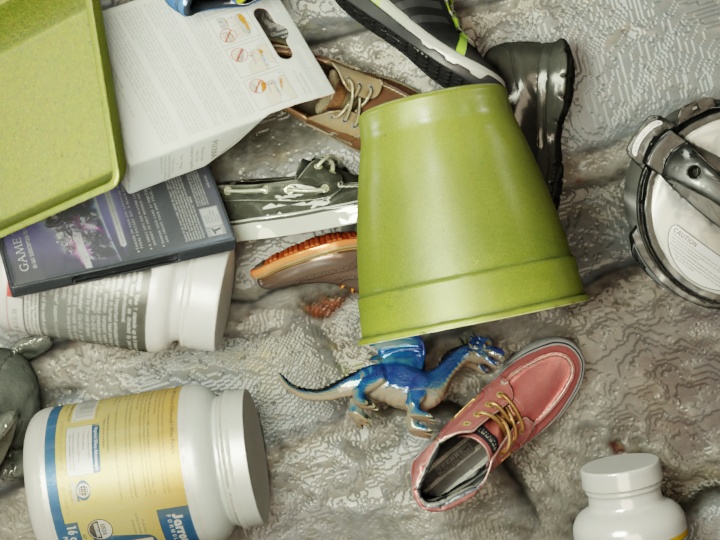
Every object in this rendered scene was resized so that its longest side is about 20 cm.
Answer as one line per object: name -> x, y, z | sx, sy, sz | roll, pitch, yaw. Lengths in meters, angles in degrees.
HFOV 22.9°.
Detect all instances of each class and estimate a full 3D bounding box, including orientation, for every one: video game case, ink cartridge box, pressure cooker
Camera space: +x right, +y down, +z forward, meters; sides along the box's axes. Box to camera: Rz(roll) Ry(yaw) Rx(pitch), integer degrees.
video game case -> -0.224, -0.055, 1.564 | 0.198, 0.019, 0.144 | -13, 53, -13
ink cartridge box -> -0.145, -0.171, 1.545 | 0.199, 0.047, 0.161 | -21, 63, -21
pressure cooker -> 0.314, -0.061, 1.514 | 0.174, 0.200, 0.181 | -8, 96, 3

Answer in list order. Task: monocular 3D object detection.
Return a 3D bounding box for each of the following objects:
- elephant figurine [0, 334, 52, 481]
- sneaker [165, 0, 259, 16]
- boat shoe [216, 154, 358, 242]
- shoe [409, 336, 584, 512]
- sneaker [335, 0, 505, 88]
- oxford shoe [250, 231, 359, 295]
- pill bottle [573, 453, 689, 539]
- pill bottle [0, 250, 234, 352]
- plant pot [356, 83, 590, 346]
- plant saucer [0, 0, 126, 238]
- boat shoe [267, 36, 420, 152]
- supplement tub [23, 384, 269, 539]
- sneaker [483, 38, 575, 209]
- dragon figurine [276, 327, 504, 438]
elephant figurine -> -0.362, 0.145, 1.570 | 0.140, 0.200, 0.157 | -6, 93, 11
sneaker -> -0.079, -0.266, 1.544 | 0.198, 0.066, 0.079 | -19, 53, -16
boat shoe -> -0.038, -0.070, 1.599 | 0.198, 0.071, 0.064 | -10, 96, 6
shoe -> 0.125, 0.142, 1.600 | 0.200, 0.091, 0.072 | -41, 92, 6
sneaker -> 0.059, -0.231, 1.563 | 0.200, 0.072, 0.083 | 39, 85, 14
oxford shoe -> 0.000, 0.000, 1.605 | 0.198, 0.071, 0.074 | -11, 99, 4
pill bottle -> 0.249, 0.272, 1.600 | 0.103, 0.104, 0.202 | -9, 95, 4
pill bottle -> -0.219, 0.012, 1.596 | 0.198, 0.114, 0.115 | 9, 96, 2
plant pot -> 0.078, -0.050, 1.491 | 0.198, 0.200, 0.195 | -11, 89, 4
plant saucer -> -0.273, -0.134, 1.496 | 0.198, 0.048, 0.202 | -20, 74, 33
boat shoe -> -0.020, -0.151, 1.588 | 0.198, 0.072, 0.076 | 18, 96, 1
supplement tub -> -0.190, 0.182, 1.596 | 0.198, 0.145, 0.146 | -9, 95, 5
sneaker -> 0.140, -0.109, 1.591 | 0.090, 0.076, 0.202 | 6, 90, 12
dragon figurine -> 0.029, 0.090, 1.608 | 0.198, 0.059, 0.100 | 8, 61, 6
